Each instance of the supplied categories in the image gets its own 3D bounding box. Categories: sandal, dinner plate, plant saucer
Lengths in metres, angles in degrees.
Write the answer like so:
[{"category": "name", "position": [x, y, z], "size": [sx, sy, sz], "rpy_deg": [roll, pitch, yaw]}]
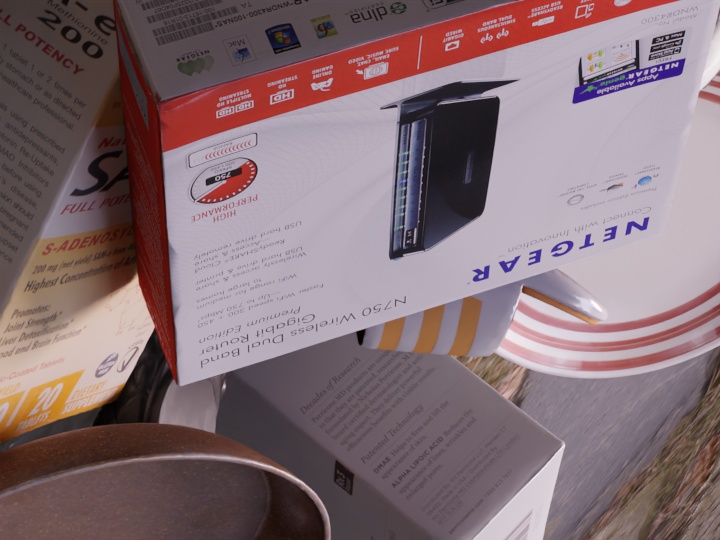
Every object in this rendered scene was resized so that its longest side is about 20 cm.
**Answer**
[{"category": "sandal", "position": [-0.001, 0.000, 1.053], "size": [0.079, 0.206, 0.059], "rpy_deg": [-121, -130, -88]}, {"category": "dinner plate", "position": [0.134, -0.027, 1.235], "size": [0.200, 0.024, 0.200], "rpy_deg": [-7, 130, -8]}, {"category": "plant saucer", "position": [-0.111, 0.117, 0.999], "size": [0.200, 0.035, 0.200], "rpy_deg": [-15, 148, -10]}]

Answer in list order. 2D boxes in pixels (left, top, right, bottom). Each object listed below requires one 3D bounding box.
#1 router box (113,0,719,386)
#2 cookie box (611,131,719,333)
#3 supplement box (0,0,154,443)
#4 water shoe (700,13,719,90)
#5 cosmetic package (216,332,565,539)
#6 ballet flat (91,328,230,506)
[{"category": "router box", "position": [0.020, -0.051, 0.877], "size": [0.200, 0.049, 0.180], "rpy_deg": [-17, 150, -12]}, {"category": "cookie box", "position": [0.148, -0.092, 1.317], "size": [0.171, 0.075, 0.200], "rpy_deg": [-81, -166, -55]}, {"category": "supplement box", "position": [-0.109, -0.034, 0.929], "size": [0.126, 0.073, 0.200], "rpy_deg": [-20, 143, -59]}, {"category": "water shoe", "position": [0.070, -0.078, 1.118], "size": [0.200, 0.071, 0.079], "rpy_deg": [-38, 122, -7]}, {"category": "cosmetic package", "position": [-0.011, 0.070, 1.154], "size": [0.081, 0.200, 0.113], "rpy_deg": [-44, 157, -27]}, {"category": "ballet flat", "position": [-0.076, 0.019, 1.074], "size": [0.067, 0.057, 0.200], "rpy_deg": [56, 35, -30]}]
